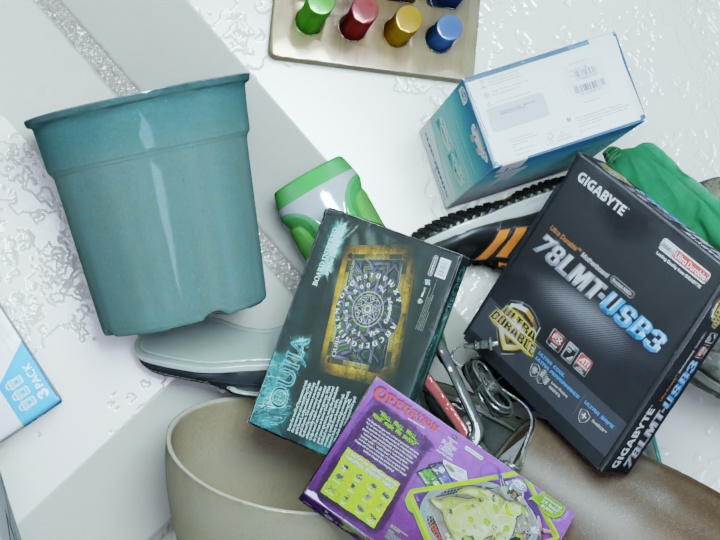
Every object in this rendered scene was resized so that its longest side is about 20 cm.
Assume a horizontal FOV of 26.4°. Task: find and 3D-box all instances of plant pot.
[{"bbox_3d":[-0.173,-0.054,1.334,0.198,0.200,0.198,-13,96,-11],"label":"plant pot"},{"bbox_3d":[0.203,0.225,1.343,0.199,0.187,0.188,36,81,-3],"label":"plant pot"}]

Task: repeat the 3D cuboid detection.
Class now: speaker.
[{"bbox_3d":[0.000,0.000,1.403,0.088,0.088,0.201,-29,91,-11],"label":"speaker"}]

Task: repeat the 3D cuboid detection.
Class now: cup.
[{"bbox_3d":[-0.081,0.219,1.335,0.198,0.201,0.144,9,111,-9],"label":"cup"}]

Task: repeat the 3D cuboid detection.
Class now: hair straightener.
[{"bbox_3d":[0.088,0.084,1.311,0.077,0.041,0.201,-33,66,-3],"label":"hair straightener"}]

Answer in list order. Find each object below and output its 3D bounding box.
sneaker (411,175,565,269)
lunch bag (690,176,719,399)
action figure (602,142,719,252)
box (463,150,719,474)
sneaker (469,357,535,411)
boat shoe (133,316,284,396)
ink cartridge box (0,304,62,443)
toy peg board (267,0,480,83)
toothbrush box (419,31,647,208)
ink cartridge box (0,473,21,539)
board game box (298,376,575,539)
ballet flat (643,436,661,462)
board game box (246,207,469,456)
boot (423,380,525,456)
[{"bbox_3d":[0.138,-0.021,1.438,0.199,0.070,0.091,-20,98,-8],"label":"sneaker"},{"bbox_3d":[0.342,0.034,1.413,0.199,0.139,0.169,33,66,-16],"label":"lunch bag"},{"bbox_3d":[0.265,-0.053,1.355,0.118,0.201,0.055,-44,131,14],"label":"action figure"},{"bbox_3d":[0.205,0.034,1.303,0.049,0.200,0.199,13,115,-45],"label":"box"},{"bbox_3d":[0.174,0.033,1.415,0.077,0.070,0.201,26,104,-10],"label":"sneaker"},{"bbox_3d":[-0.105,0.086,1.387,0.198,0.076,0.061,4,129,6],"label":"boat shoe"},{"bbox_3d":[-0.374,0.122,1.336,0.199,0.068,0.116,-34,91,-10],"label":"ink cartridge box"},{"bbox_3d":[0.025,-0.292,1.425,0.197,0.098,0.202,6,85,-9],"label":"toy peg board"},{"bbox_3d":[0.149,-0.130,1.381,0.145,0.200,0.086,-18,84,-10],"label":"toothbrush box"},{"bbox_3d":[-0.352,0.238,1.243,0.145,0.201,0.147,-13,43,-10],"label":"ink cartridge box"},{"bbox_3d":[0.063,0.190,1.237,0.199,0.032,0.120,35,68,0],"label":"board game box"},{"bbox_3d":[0.246,0.134,1.446,0.063,0.067,0.202,-8,87,-3],"label":"ballet flat"},{"bbox_3d":[-0.003,0.061,1.310,0.134,0.028,0.202,21,90,22],"label":"board game box"},{"bbox_3d":[0.096,0.223,1.417,0.181,0.073,0.201,30,87,-7],"label":"boot"}]
